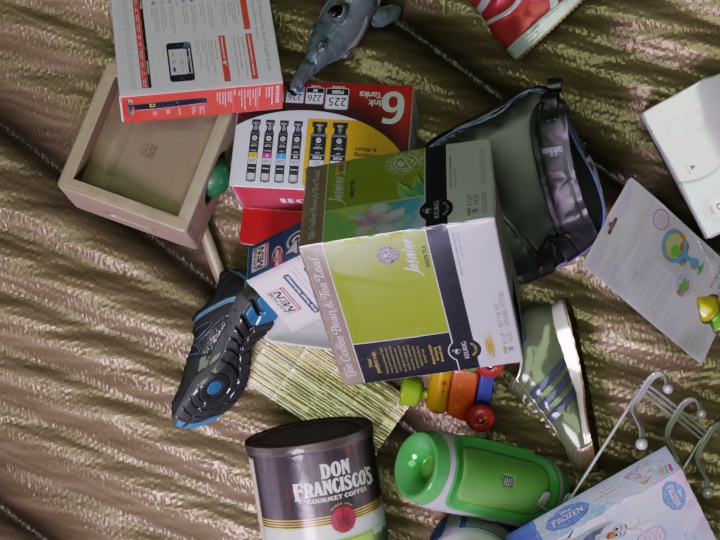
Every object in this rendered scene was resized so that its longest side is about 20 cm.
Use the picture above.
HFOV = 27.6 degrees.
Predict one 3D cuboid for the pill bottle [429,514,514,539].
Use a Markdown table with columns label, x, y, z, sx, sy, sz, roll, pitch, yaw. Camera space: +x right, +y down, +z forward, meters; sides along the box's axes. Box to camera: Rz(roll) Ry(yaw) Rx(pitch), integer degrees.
| label | x | y | z | sx | sy | sz | roll | pitch | yaw |
| --- | --- | --- | --- | --- | --- | --- | --- | --- | --- |
| pill bottle | 0.122 | 0.333 | 1.612 | 0.112 | 0.200 | 0.113 | 0 | 92 | 8 |

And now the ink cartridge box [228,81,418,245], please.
| label | x | y | z | sx | sy | sz | roll | pitch | yaw |
| --- | --- | --- | --- | --- | --- | --- | --- | --- | --- |
| ink cartridge box | -0.041 | -0.118 | 1.655 | 0.200 | 0.084 | 0.176 | 2 | 75 | 7 |

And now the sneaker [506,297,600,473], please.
| label | x | y | z | sx | sy | sz | roll | pitch | yaw |
| --- | --- | --- | --- | --- | --- | --- | --- | --- | --- |
| sneaker | 0.213 | 0.136 | 1.667 | 0.090 | 0.067 | 0.201 | -11 | 90 | 15 |

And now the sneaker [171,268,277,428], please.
| label | x | y | z | sx | sy | sz | roll | pitch | yaw |
| --- | --- | --- | --- | --- | --- | --- | --- | --- | --- |
| sneaker | -0.167 | 0.092 | 1.708 | 0.082 | 0.073 | 0.200 | 41 | 105 | 39 |

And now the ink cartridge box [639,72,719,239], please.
| label | x | y | z | sx | sy | sz | roll | pitch | yaw |
| --- | --- | --- | --- | --- | --- | --- | --- | --- | --- |
| ink cartridge box | 0.438 | -0.151 | 1.635 | 0.200 | 0.057 | 0.163 | -28 | 88 | 12 |

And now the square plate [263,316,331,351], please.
| label | x | y | z | sx | sy | sz | roll | pitch | yaw |
| --- | --- | --- | --- | --- | --- | --- | --- | --- | --- |
| square plate | 0.000 | 0.000 | 1.699 | 0.200 | 0.028 | 0.199 | 9 | 89 | 7 |

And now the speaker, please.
| label | x | y | z | sx | sy | sz | roll | pitch | yaw |
| --- | --- | --- | --- | --- | --- | --- | --- | --- | --- |
| speaker | 0.137 | 0.232 | 1.616 | 0.200 | 0.088 | 0.089 | 17 | 95 | -35 |

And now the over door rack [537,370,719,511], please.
| label | x | y | z | sx | sy | sz | roll | pitch | yaw |
| --- | --- | --- | --- | --- | --- | --- | --- | --- | --- |
| over door rack | 0.315 | 0.226 | 1.616 | 0.148 | 0.067 | 0.200 | 36 | 96 | -35 |

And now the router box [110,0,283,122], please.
| label | x | y | z | sx | sy | sz | roll | pitch | yaw |
| --- | --- | --- | --- | --- | --- | --- | --- | --- | --- |
| router box | -0.187 | -0.265 | 1.641 | 0.179 | 0.049 | 0.200 | -5 | 60 | -8 |

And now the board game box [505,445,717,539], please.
| label | x | y | z | sx | sy | sz | roll | pitch | yaw |
| --- | --- | --- | --- | --- | --- | --- | --- | --- | --- |
| board game box | 0.285 | 0.307 | 1.605 | 0.199 | 0.043 | 0.200 | -29 | 131 | 4 |

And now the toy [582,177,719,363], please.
| label | x | y | z | sx | sy | sz | roll | pitch | yaw |
| --- | --- | --- | --- | --- | --- | --- | --- | --- | --- |
| toy | 0.328 | 0.002 | 1.622 | 0.200 | 0.047 | 0.115 | 37 | 74 | -21 |

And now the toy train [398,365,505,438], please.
| label | x | y | z | sx | sy | sz | roll | pitch | yaw |
| --- | --- | --- | --- | --- | --- | --- | --- | --- | --- |
| toy train | 0.095 | 0.147 | 1.658 | 0.115 | 0.085 | 0.200 | 8 | 116 | 0 |

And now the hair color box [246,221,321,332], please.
| label | x | y | z | sx | sy | sz | roll | pitch | yaw |
| --- | --- | --- | --- | --- | --- | --- | --- | --- | --- |
| hair color box | -0.016 | -0.017 | 1.612 | 0.200 | 0.061 | 0.100 | -25 | 128 | 19 |

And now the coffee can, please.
| label | x | y | z | sx | sy | sz | roll | pitch | yaw |
| --- | --- | --- | --- | --- | --- | --- | --- | --- | --- |
| coffee can | -0.044 | 0.278 | 1.653 | 0.146 | 0.146 | 0.200 | -8 | 95 | 7 |

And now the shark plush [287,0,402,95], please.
| label | x | y | z | sx | sy | sz | roll | pitch | yaw |
| --- | --- | --- | --- | --- | --- | --- | --- | --- | --- |
| shark plush | -0.034 | -0.285 | 1.646 | 0.091 | 0.083 | 0.200 | 42 | 72 | 9 |

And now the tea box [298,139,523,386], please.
| label | x | y | z | sx | sy | sz | roll | pitch | yaw |
| --- | --- | --- | --- | --- | --- | --- | --- | --- | --- |
| tea box | 0.054 | -0.006 | 1.491 | 0.196 | 0.134 | 0.200 | -8 | 131 | 8 |

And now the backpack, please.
| label | x | y | z | sx | sy | sz | roll | pitch | yaw |
| --- | --- | --- | --- | --- | --- | --- | --- | --- | --- |
| backpack | 0.175 | -0.089 | 1.617 | 0.200 | 0.154 | 0.191 | -27 | 92 | 14 |

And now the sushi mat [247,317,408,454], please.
| label | x | y | z | sx | sy | sz | roll | pitch | yaw |
| --- | --- | --- | --- | --- | --- | --- | --- | --- | --- |
| sushi mat | -0.046 | 0.135 | 1.722 | 0.200 | 0.012 | 0.096 | 33 | 96 | 5 |

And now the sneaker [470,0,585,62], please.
| label | x | y | z | sx | sy | sz | roll | pitch | yaw |
| --- | --- | --- | --- | --- | --- | --- | --- | --- | --- |
| sneaker | 0.214 | -0.342 | 1.645 | 0.200 | 0.071 | 0.113 | -43 | 90 | 9 |

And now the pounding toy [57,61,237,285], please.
| label | x | y | z | sx | sy | sz | roll | pitch | yaw |
| --- | --- | --- | --- | --- | --- | --- | --- | --- | --- |
| pounding toy | -0.221 | -0.106 | 1.690 | 0.200 | 0.142 | 0.184 | 20 | 81 | 5 |
